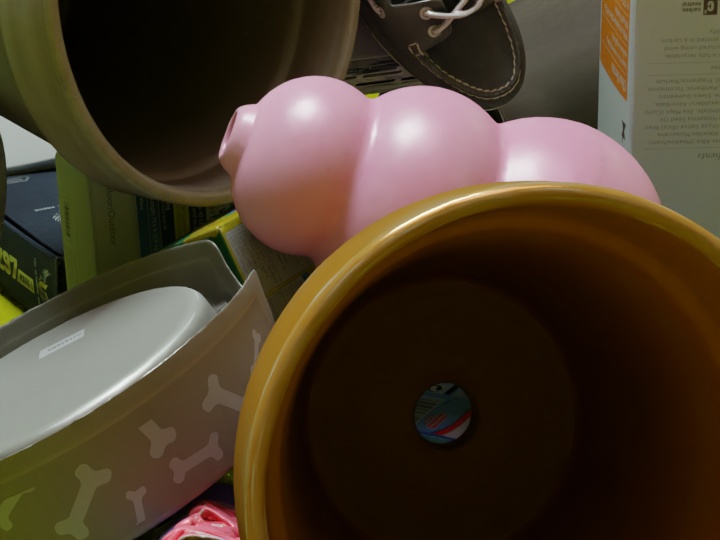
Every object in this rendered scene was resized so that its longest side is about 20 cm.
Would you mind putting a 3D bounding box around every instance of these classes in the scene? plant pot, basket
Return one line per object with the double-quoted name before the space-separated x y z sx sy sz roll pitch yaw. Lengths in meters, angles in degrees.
"plant pot" -0.126 -0.138 0.936 0.173 0.202 0.199 10 22 41
"basket" 0.115 -0.108 1.257 0.179 0.137 0.199 11 27 41
"plant pot" 0.045 0.066 0.727 0.198 0.202 0.183 -5 5 -10

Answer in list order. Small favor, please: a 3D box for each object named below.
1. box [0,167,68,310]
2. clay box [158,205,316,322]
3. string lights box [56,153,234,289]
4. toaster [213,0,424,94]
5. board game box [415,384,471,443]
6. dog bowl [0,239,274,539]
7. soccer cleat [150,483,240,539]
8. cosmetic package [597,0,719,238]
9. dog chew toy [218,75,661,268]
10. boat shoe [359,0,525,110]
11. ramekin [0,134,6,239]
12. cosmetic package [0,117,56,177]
"box" -0.116 -0.025 1.152 0.199 0.051 0.157 -12 24 -28
"clay box" 0.000 0.000 0.957 0.047 0.116 0.200 -18 10 39
"string lights box" -0.054 -0.022 1.042 0.198 0.104 0.059 -11 18 -24
"toaster" -0.021 -0.157 1.053 0.198 0.131 0.114 -9 6 -19
"board game box" 0.122 0.073 0.894 0.198 0.037 0.151 9 22 29
"dog bowl" -0.119 0.062 0.814 0.199 0.059 0.200 -24 16 7
"soccer cleat" -0.053 0.117 0.730 0.067 0.074 0.200 -2 20 0
"cosmetic package" 0.164 -0.064 1.022 0.071 0.202 0.102 -2 20 -2
"dog chew toy" 0.033 -0.024 0.869 0.198 0.125 0.125 21 17 -11
"boat shoe" 0.018 -0.163 0.973 0.067 0.201 0.057 -36 10 -5
"ramekin" -0.239 -0.005 0.898 0.097 0.202 0.200 16 23 7
"cosmetic package" -0.222 -0.093 1.225 0.198 0.086 0.108 -15 -4 -19
